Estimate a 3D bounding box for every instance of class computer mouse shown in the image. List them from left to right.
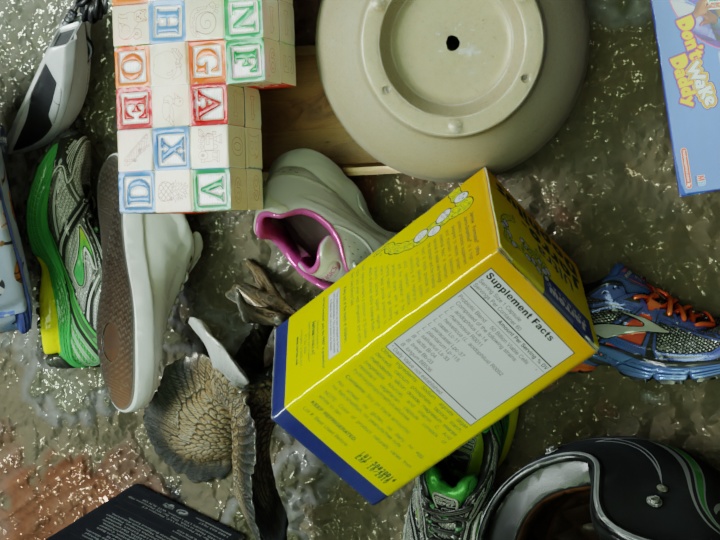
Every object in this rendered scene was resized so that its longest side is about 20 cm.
[{"bbox_3d":[-0.228,-0.169,1.113,0.044,0.110,0.201,25,123,-14],"label":"computer mouse"}]

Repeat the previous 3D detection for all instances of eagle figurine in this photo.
[{"bbox_3d":[-0.089,0.117,1.088,0.150,0.152,0.201,25,104,-7],"label":"eagle figurine"}]

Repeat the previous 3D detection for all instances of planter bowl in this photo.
[{"bbox_3d":[0.062,-0.155,0.945,0.198,0.135,0.203,0,98,3],"label":"planter bowl"}]

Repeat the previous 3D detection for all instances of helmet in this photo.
[{"bbox_3d":[0.185,0.208,0.965,0.198,0.191,0.202,-5,109,-14],"label":"helmet"}]

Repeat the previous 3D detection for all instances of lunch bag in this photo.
[{"bbox_3d":[-0.309,-0.056,1.103,0.075,0.161,0.202,-9,127,-12],"label":"lunch bag"}]

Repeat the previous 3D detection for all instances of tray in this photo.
[{"bbox_3d":[-0.041,-0.122,1.071,0.198,0.037,0.100,-1,99,20],"label":"tray"}]

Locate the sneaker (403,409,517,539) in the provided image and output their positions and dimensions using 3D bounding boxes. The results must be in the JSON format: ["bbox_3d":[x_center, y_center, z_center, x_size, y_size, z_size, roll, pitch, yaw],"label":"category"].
[{"bbox_3d":[0.064,0.174,1.051,0.077,0.085,0.202,11,104,19],"label":"sneaker"}]

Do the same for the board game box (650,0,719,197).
[{"bbox_3d":[0.269,-0.160,0.940,0.133,0.045,0.202,-7,98,22],"label":"board game box"}]

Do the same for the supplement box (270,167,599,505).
[{"bbox_3d":[0.047,0.046,0.958,0.199,0.110,0.109,-37,116,20],"label":"supplement box"}]

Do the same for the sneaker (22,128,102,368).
[{"bbox_3d":[-0.220,-0.018,1.146,0.084,0.078,0.202,0,109,14],"label":"sneaker"}]

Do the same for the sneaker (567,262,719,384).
[{"bbox_3d":[0.196,0.035,0.992,0.198,0.075,0.079,3,98,19],"label":"sneaker"}]

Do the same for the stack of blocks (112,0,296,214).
[{"bbox_3d":[-0.107,-0.141,0.971,0.114,0.059,0.202,-1,91,19],"label":"stack of blocks"}]

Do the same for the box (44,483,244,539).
[{"bbox_3d":[-0.207,0.306,1.126,0.117,0.200,0.198,23,107,15],"label":"box"}]

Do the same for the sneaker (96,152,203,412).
[{"bbox_3d":[-0.158,0.010,1.096,0.073,0.084,0.202,-12,76,52],"label":"sneaker"}]

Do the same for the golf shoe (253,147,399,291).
[{"bbox_3d":[0.000,0.000,1.034,0.199,0.092,0.075,38,124,-5],"label":"golf shoe"}]
